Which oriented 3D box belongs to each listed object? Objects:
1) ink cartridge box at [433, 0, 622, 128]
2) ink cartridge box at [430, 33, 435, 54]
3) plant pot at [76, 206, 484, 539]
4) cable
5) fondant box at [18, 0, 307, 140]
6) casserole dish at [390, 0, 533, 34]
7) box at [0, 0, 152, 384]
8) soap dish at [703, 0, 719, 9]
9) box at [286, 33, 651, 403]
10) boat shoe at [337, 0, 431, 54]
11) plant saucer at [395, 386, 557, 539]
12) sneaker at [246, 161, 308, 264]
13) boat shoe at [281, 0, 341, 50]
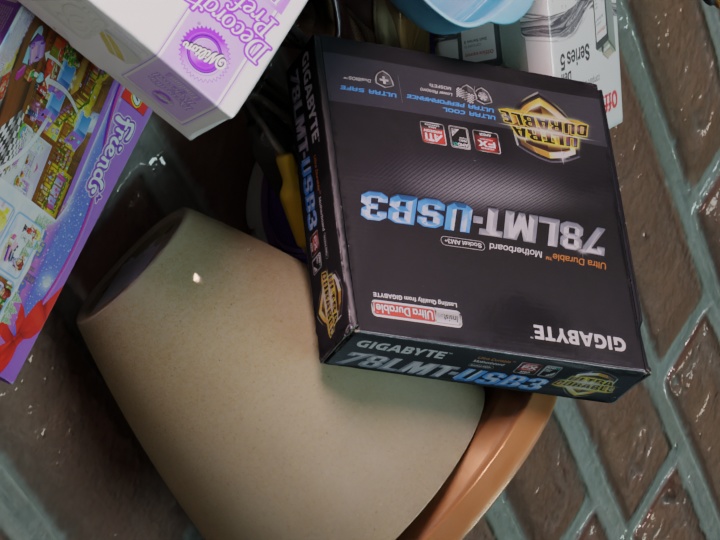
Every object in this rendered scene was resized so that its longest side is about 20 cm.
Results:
[{"bbox_3d":[0.107,-0.179,1.598,0.145,0.084,0.201,-30,117,-63],"label":"ink cartridge box"},{"bbox_3d":[0.087,-0.103,1.716,0.196,0.043,0.201,-24,127,-48],"label":"ink cartridge box"},{"bbox_3d":[-0.063,0.065,1.436,0.200,0.187,0.187,44,64,-14],"label":"plant pot"},{"bbox_3d":[-0.046,-0.097,1.452,0.097,0.050,0.200,-52,123,-38],"label":"cable"},{"bbox_3d":[-0.084,-0.192,1.296,0.144,0.058,0.200,39,65,-19],"label":"fondant box"},{"bbox_3d":[0.024,-0.222,1.471,0.200,0.039,0.121,50,48,-6],"label":"casserole dish"},{"bbox_3d":[-0.191,-0.054,1.326,0.200,0.039,0.137,-64,147,-10],"label":"box"},{"bbox_3d":[0.211,-0.279,1.675,0.081,0.200,0.158,-36,141,-8],"label":"soap dish"},{"bbox_3d":[0.062,-0.030,1.432,0.199,0.050,0.199,9,56,-25],"label":"box"},{"bbox_3d":[0.004,-0.119,1.560,0.200,0.072,0.072,83,20,-52],"label":"boat shoe"},{"bbox_3d":[0.040,0.129,1.475,0.200,0.032,0.200,-46,-172,8],"label":"plant saucer"},{"bbox_3d":[0.000,0.000,1.555,0.081,0.083,0.200,-44,115,-39],"label":"sneaker"},{"bbox_3d":[-0.057,-0.204,1.421,0.072,0.065,0.200,-50,142,-26],"label":"boat shoe"}]
